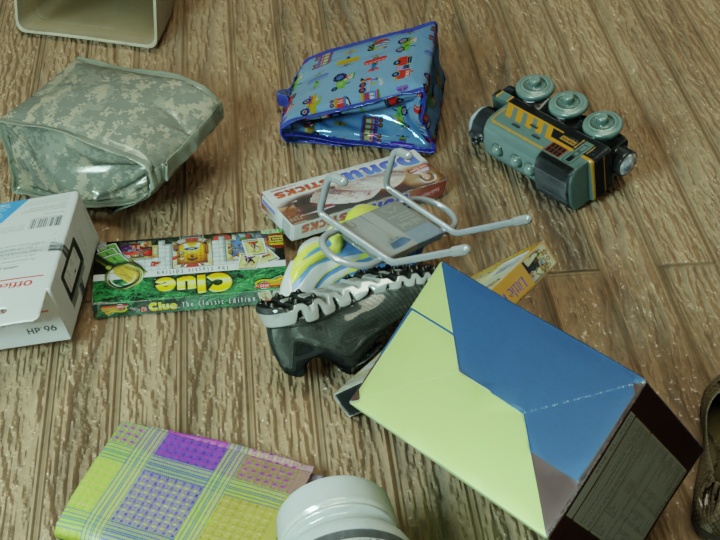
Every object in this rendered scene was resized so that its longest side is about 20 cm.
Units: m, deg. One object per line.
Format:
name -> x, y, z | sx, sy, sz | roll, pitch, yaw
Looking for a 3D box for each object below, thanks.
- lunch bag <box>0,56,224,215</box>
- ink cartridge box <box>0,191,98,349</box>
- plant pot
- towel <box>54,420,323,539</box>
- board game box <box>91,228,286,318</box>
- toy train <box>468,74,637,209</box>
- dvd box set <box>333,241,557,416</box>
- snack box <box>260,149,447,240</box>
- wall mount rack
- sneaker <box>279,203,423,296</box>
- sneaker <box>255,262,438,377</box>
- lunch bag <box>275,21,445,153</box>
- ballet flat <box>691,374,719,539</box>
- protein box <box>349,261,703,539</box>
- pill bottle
lunch bag -> -0.268, -0.146, 1.514 | 0.199, 0.118, 0.164 | 12, 39, 21
ink cartridge box -> -0.337, 0.014, 1.340 | 0.115, 0.068, 0.200 | -9, 38, 9
plant pot -> -0.335, -0.430, 1.819 | 0.199, 0.201, 0.177 | 9, 29, 11
towel -> -0.143, 0.200, 1.161 | 0.199, 0.023, 0.144 | 12, 41, 15
board game box -> -0.175, 0.002, 1.407 | 0.199, 0.024, 0.105 | -5, 41, -6
toy train -> 0.215, -0.149, 1.552 | 0.114, 0.085, 0.200 | -35, 50, -23
dvd box set -> 0.079, 0.054, 1.263 | 0.200, 0.146, 0.029 | -40, 96, -39
snack box -> -0.006, -0.085, 1.504 | 0.199, 0.024, 0.072 | -18, 42, -27
wall mount rack -> 0.060, -0.050, 1.341 | 0.173, 0.075, 0.200 | 33, 34, 24
sneaker -> 0.000, 0.000, 1.367 | 0.105, 0.076, 0.200 | 19, 42, 21
sneaker -> -0.002, 0.049, 1.303 | 0.199, 0.091, 0.066 | -15, 14, -24
lunch bag -> -0.006, -0.215, 1.635 | 0.199, 0.094, 0.151 | -2, 41, 12
ballet flat -> 0.327, 0.152, 1.201 | 0.067, 0.047, 0.200 | 14, 41, 15
protein box -> 0.137, 0.124, 1.084 | 0.198, 0.200, 0.135 | 31, 85, 33
pill bottle -> -0.004, 0.258, 1.017 | 0.113, 0.113, 0.200 | -6, 39, -8
